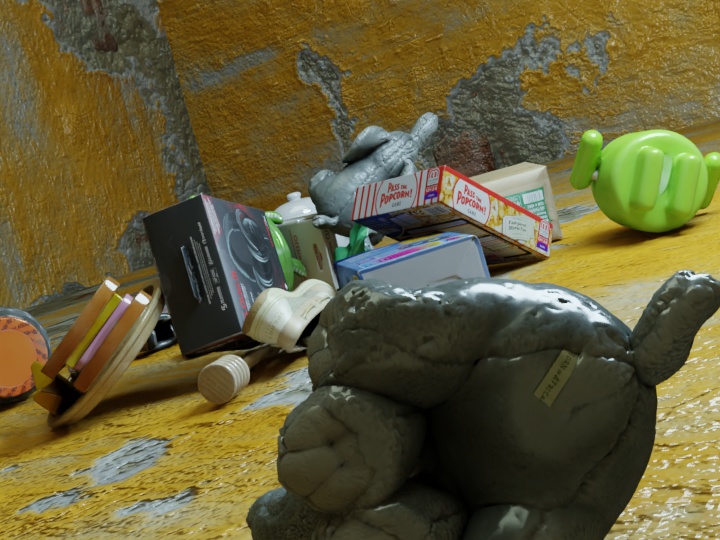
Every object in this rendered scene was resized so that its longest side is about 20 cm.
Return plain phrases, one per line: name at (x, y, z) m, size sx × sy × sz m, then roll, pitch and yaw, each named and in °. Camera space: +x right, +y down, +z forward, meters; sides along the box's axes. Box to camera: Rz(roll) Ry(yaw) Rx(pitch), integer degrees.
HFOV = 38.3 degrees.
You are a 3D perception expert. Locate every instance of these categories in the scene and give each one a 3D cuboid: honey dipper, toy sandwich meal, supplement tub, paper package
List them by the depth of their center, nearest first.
honey dipper at (-0.110, 0.091, 1.022) m, size 0.037 × 0.039 × 0.200 m, roll -14°, pitch 3°, yaw 12°
toy sandwich meal at (-0.275, 0.072, 1.058) m, size 0.205 × 0.070 × 0.206 m, roll -45°, pitch 18°, yaw 19°
supplement tub at (-0.473, 0.108, 1.351) m, size 0.121 × 0.124 × 0.199 m, roll -18°, pitch 6°, yaw -26°
paper package at (0.166, -0.076, 1.466) m, size 0.197 × 0.105 × 0.191 m, roll -15°, pitch 8°, yaw 2°

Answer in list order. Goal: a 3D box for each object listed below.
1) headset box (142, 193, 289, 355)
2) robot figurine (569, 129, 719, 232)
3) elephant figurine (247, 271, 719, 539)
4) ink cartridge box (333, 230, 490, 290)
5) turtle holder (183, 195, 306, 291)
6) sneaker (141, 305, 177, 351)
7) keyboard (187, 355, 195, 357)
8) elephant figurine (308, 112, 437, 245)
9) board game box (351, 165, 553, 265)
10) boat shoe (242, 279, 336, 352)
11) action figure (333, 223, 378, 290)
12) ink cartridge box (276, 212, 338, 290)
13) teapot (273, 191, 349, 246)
headset box at (-0.148, 0.007, 1.111) m, size 0.076 × 0.151 × 0.200 m, roll -20°, pitch -8°, yaw 13°
robot figurine at (0.340, -0.106, 1.233) m, size 0.173 × 0.117 × 0.200 m, roll 7°, pitch 6°, yaw 1°
elephant figurine at (0.032, 0.069, 0.429) m, size 0.153 × 0.143 × 0.200 m, roll 13°, pitch -9°, yaw 2°
ink cartridge box at (0.049, 0.010, 1.146) m, size 0.135 × 0.077 × 0.200 m, roll -17°, pitch 5°, yaw -9°
turtle holder at (-0.177, -0.024, 1.472) m, size 0.140 × 0.188 × 0.131 m, roll -7°, pitch 9°, yaw 44°
sneaker at (-0.253, 0.069, 1.459) m, size 0.081 × 0.078 × 0.200 m, roll 4°, pitch 24°, yaw 31°
keyboard at (-0.142, 0.060, 1.335) m, size 0.198 × 0.040 × 0.104 m, roll -17°, pitch 7°, yaw -20°
elephant figurine at (0.025, -0.144, 1.465) m, size 0.200 × 0.141 × 0.156 m, roll -46°, pitch 40°, yaw 17°
board game box at (0.112, -0.057, 1.253) m, size 0.199 × 0.047 × 0.150 m, roll 23°, pitch -21°, yaw -39°
boat shoe at (-0.053, 0.055, 1.079) m, size 0.064 × 0.073 × 0.200 m, roll 29°, pitch 8°, yaw 16°
action figure at (0.000, 0.000, 1.314) m, size 0.054 × 0.119 × 0.201 m, roll 21°, pitch 24°, yaw -9°
ink cartridge box at (-0.091, -0.019, 1.545) m, size 0.067 × 0.118 × 0.199 m, roll -20°, pitch 9°, yaw -41°
teapot at (-0.108, -0.067, 1.871) m, size 0.198 × 0.148 × 0.197 m, roll -19°, pitch 7°, yaw -19°
